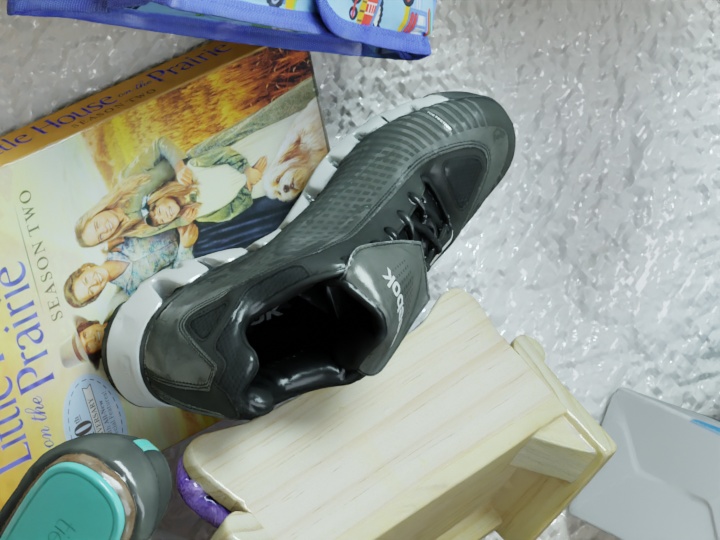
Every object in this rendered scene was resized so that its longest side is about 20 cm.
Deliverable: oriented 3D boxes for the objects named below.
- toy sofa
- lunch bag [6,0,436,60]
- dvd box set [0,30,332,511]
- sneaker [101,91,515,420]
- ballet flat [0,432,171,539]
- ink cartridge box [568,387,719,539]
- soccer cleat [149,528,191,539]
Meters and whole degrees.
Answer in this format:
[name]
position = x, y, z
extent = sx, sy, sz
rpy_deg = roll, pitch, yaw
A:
[toy sofa]
position = 0.002, 0.095, 1.116
extent = 0.200, 0.098, 0.083
rpy_deg = -30, 162, -45
[lunch bag]
position = -0.030, -0.162, 1.036
extent = 0.199, 0.094, 0.152
rpy_deg = 3, 90, -50
[dvd box set]
position = -0.093, 0.003, 1.075
extent = 0.199, 0.029, 0.147
rpy_deg = -26, 119, -29
[sneaker]
position = 0.000, 0.000, 1.067
extent = 0.200, 0.090, 0.067
rpy_deg = -35, 124, -25
[ballet flat]
position = -0.135, 0.137, 1.045
extent = 0.200, 0.068, 0.068
rpy_deg = -46, 176, 22
[ink cartridge box]
position = 0.211, 0.123, 1.290
extent = 0.199, 0.116, 0.067
rpy_deg = 19, 93, -39
[soccer cleat]
position = -0.105, 0.201, 1.109
extent = 0.077, 0.069, 0.201
rpy_deg = 7, 97, -41
